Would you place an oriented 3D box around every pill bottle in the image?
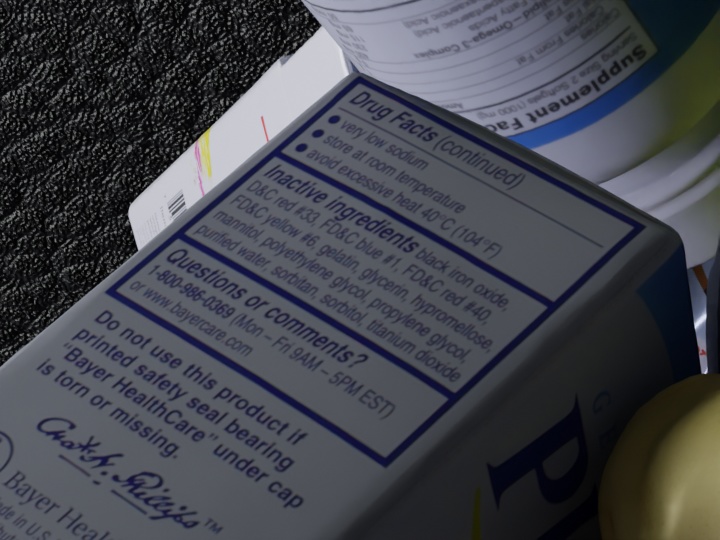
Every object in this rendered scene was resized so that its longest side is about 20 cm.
[{"bbox_3d":[0.040,-0.091,0.728,0.200,0.112,0.113,48,-139,-37],"label":"pill bottle"}]

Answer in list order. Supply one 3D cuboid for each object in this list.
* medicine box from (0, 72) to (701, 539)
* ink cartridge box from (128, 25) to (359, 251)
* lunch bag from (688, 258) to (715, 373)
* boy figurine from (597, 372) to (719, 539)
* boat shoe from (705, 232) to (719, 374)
[{"bbox_3d":[-0.015,0.092,0.631,0.200,0.103,0.183,-41,-41,-25],"label":"medicine box"},{"bbox_3d":[0.000,0.000,0.850,0.200,0.067,0.116,-35,71,64],"label":"ink cartridge box"},{"bbox_3d":[0.093,-0.034,0.874,0.075,0.160,0.201,-2,-54,-44],"label":"lunch bag"},{"bbox_3d":[0.066,0.116,0.592,0.064,0.123,0.201,-114,25,-65],"label":"boy figurine"},{"bbox_3d":[0.119,-0.028,0.588,0.066,0.070,0.201,-45,-31,-80],"label":"boat shoe"}]
